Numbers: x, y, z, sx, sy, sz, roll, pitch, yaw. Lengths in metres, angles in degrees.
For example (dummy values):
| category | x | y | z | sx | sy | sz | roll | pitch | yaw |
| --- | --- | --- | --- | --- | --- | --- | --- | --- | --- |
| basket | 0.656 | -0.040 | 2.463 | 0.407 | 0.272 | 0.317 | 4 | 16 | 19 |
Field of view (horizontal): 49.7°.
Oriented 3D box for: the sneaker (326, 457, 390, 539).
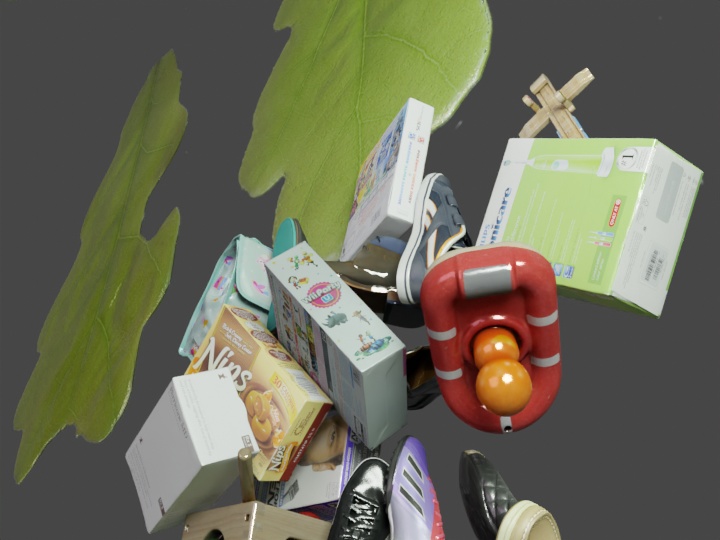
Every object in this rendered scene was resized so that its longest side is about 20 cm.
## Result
| category | x | y | z | sx | sy | sz | roll | pitch | yaw |
| --- | --- | --- | --- | --- | --- | --- | --- | --- | --- |
| sneaker | -0.002 | 0.289 | 0.817 | 0.112 | 0.071 | 0.204 | 95 | -167 | -65 |

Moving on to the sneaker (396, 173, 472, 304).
| category | x | y | z | sx | sy | sz | roll | pitch | yaw |
| --- | --- | --- | --- | --- | --- | --- | --- | --- | --- |
| sneaker | 0.105 | -0.041 | 0.971 | 0.078 | 0.079 | 0.203 | -2 | 50 | 24 |

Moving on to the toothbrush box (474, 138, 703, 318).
| category | x | y | z | sx | sy | sz | roll | pitch | yaw |
| --- | --- | --- | --- | --- | --- | --- | --- | --- | --- |
| toothbrush box | 0.220 | -0.050 | 0.788 | 0.198 | 0.085 | 0.149 | 14 | 86 | 57 |

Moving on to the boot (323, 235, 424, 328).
| category | x | y | z | sx | sy | sz | roll | pitch | yaw |
| --- | --- | --- | --- | --- | --- | --- | --- | --- | --- |
| boot | 0.000 | 0.000 | 1.005 | 0.075 | 0.196 | 0.099 | 114 | 175 | -56 |

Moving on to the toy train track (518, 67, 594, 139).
| category | x | y | z | sx | sy | sz | roll | pitch | yaw |
| --- | --- | --- | --- | --- | --- | --- | --- | --- | --- |
| toy train track | 0.237 | -0.178 | 0.922 | 0.115 | 0.032 | 0.202 | -44 | 37 | 26 |

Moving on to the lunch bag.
| category | x | y | z | sx | sy | sz | roll | pitch | yaw |
| --- | --- | --- | --- | --- | --- | --- | --- | --- | --- |
| lunch bag | -0.153 | 0.067 | 1.168 | 0.121 | 0.168 | 0.204 | 17 | 83 | 58 |

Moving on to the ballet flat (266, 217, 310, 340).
| category | x | y | z | sx | sy | sz | roll | pitch | yaw |
| --- | --- | --- | --- | --- | --- | --- | --- | --- | --- |
| ballet flat | -0.091 | 0.020 | 1.087 | 0.068 | 0.068 | 0.204 | -35 | 39 | 39 |

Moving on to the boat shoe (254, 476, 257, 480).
| category | x | y | z | sx | sy | sz | roll | pitch | yaw |
| --- | --- | --- | --- | --- | --- | --- | --- | --- | --- |
| boat shoe | -0.134 | 0.171 | 1.038 | 0.070 | 0.069 | 0.205 | -18 | 55 | 54 |

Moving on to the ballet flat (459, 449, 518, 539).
| category | x | y | z | sx | sy | sz | roll | pitch | yaw |
| --- | --- | --- | --- | --- | --- | --- | --- | --- | --- |
| ballet flat | 0.144 | 0.242 | 0.739 | 0.200 | 0.055 | 0.068 | -127 | 34 | -59 |

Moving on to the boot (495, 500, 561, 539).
| category | x | y | z | sx | sy | sz | roll | pitch | yaw |
| --- | --- | --- | --- | --- | --- | --- | --- | --- | --- |
| boot | 0.178 | 0.278 | 0.568 | 0.153 | 0.071 | 0.205 | -3 | 99 | 52 |

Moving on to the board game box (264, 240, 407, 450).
| category | x | y | z | sx | sy | sz | roll | pitch | yaw |
| --- | --- | --- | --- | --- | --- | --- | --- | --- | --- |
| board game box | -0.029 | 0.085 | 0.901 | 0.063 | 0.150 | 0.200 | -29 | 51 | -23 |

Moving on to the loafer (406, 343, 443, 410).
| category | x | y | z | sx | sy | sz | roll | pitch | yaw |
| --- | --- | --- | --- | --- | --- | --- | --- | --- | --- |
| loafer | 0.068 | 0.115 | 0.907 | 0.198 | 0.071 | 0.074 | -23 | 49 | 47 |

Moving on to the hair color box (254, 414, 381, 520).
| category | x | y | z | sx | sy | sz | roll | pitch | yaw |
| --- | --- | --- | --- | --- | --- | --- | --- | --- | --- |
| hair color box | -0.061 | 0.259 | 0.995 | 0.198 | 0.064 | 0.112 | -25 | 46 | 42 |

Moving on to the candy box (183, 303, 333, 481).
| category | x | y | z | sx | sy | sz | roll | pitch | yaw |
| --- | --- | --- | --- | --- | --- | --- | --- | --- | --- |
| candy box | -0.131 | 0.147 | 0.960 | 0.200 | 0.055 | 0.117 | 42 | 105 | 39 |

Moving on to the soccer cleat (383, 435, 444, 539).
| category | x | y | z | sx | sy | sz | roll | pitch | yaw |
| --- | --- | --- | --- | --- | --- | --- | --- | --- | --- |
| soccer cleat | 0.063 | 0.272 | 0.819 | 0.072 | 0.069 | 0.204 | -9 | 51 | 22 |

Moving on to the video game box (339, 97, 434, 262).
| category | x | y | z | sx | sy | sz | roll | pitch | yaw |
| --- | --- | --- | --- | --- | --- | --- | --- | --- | --- |
| video game box | 0.034 | -0.111 | 1.097 | 0.200 | 0.046 | 0.186 | 135 | 148 | -61 |

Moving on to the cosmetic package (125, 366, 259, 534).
| category | x | y | z | sx | sy | sz | roll | pitch | yaw |
| --- | --- | --- | --- | --- | --- | --- | --- | --- | --- |
| cosmetic package | -0.206 | 0.218 | 0.931 | 0.201 | 0.080 | 0.114 | -54 | 54 | 41 |

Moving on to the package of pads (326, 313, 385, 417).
| category | x | y | z | sx | sy | sz | roll | pitch | yaw |
| --- | --- | --- | --- | --- | --- | --- | --- | --- | --- |
| package of pads | -0.034 | 0.100 | 1.070 | 0.153 | 0.067 | 0.204 | -23 | 50 | 47 |

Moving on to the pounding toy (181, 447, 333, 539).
| category | x | y | z | sx | sy | sz | roll | pitch | yaw |
| --- | --- | --- | --- | --- | --- | --- | --- | --- | --- |
| pounding toy | -0.116 | 0.315 | 0.898 | 0.182 | 0.198 | 0.145 | -25 | 48 | 43 |

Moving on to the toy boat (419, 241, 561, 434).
| category | x | y | z | sx | sy | sz | roll | pitch | yaw |
| --- | --- | --- | --- | --- | --- | --- | --- | --- | --- |
| toy boat | 0.129 | 0.082 | 0.731 | 0.127 | 0.203 | 0.132 | -9 | 36 | 8 |
